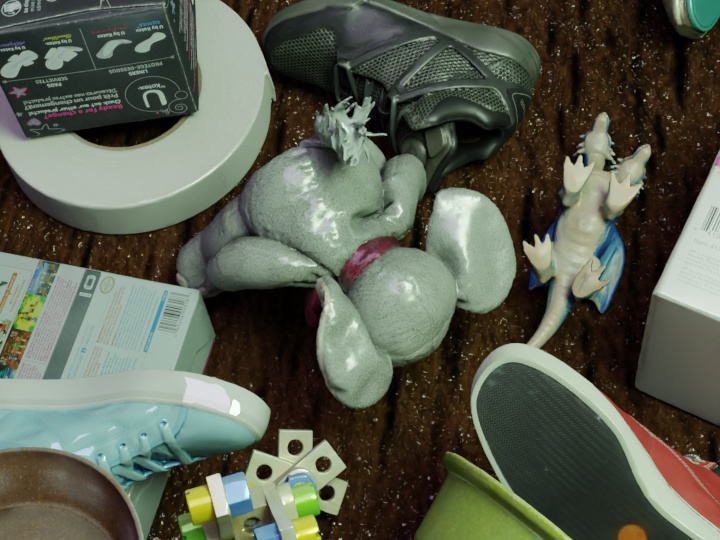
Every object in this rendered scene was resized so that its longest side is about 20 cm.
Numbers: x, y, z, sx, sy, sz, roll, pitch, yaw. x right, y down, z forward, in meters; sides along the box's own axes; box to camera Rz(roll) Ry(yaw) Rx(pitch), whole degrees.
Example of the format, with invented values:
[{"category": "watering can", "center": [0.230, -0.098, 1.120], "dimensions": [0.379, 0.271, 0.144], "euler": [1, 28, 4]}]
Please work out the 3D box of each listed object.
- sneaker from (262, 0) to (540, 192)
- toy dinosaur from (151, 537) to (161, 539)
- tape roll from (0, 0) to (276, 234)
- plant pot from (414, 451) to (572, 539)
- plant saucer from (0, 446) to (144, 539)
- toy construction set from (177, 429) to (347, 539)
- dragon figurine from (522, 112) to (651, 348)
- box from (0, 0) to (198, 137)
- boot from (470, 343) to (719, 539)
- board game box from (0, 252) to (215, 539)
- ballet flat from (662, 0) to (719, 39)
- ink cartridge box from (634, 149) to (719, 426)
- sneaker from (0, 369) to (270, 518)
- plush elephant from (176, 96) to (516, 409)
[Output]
[{"category": "sneaker", "center": [0.018, -0.124, 0.968], "dimensions": [0.197, 0.077, 0.115], "euler": [15, 55, 8]}, {"category": "toy dinosaur", "center": [-0.164, 0.227, 0.782], "dimensions": [0.106, 0.061, 0.199], "euler": [40, 41, 19]}, {"category": "tape roll", "center": [-0.162, -0.120, 1.008], "dimensions": [0.200, 0.037, 0.205], "euler": [-3, 59, 5]}, {"category": "plant pot", "center": [0.059, 0.229, 0.708], "dimensions": [0.199, 0.200, 0.190], "euler": [38, 81, 24]}, {"category": "plant saucer", "center": [-0.193, 0.178, 0.692], "dimensions": [0.198, 0.035, 0.202], "euler": [-12, 45, 12]}, {"category": "toy construction set", "center": [-0.051, 0.156, 0.765], "dimensions": [0.091, 0.200, 0.133], "euler": [-15, 93, 5]}, {"category": "dragon figurine", "center": [0.140, -0.011, 0.899], "dimensions": [0.058, 0.099, 0.202], "euler": [18, 82, 14]}, {"category": "box", "center": [-0.187, -0.210, 0.976], "dimensions": [0.130, 0.115, 0.202], "euler": [-8, 57, 3]}, {"category": "boot", "center": [0.149, 0.109, 0.780], "dimensions": [0.200, 0.144, 0.073], "euler": [44, 111, 4]}, {"category": "board game box", "center": [-0.209, 0.072, 0.884], "dimensions": [0.197, 0.065, 0.149], "euler": [11, 62, 11]}, {"category": "ballet flat", "center": [0.247, -0.244, 1.035], "dimensions": [0.062, 0.068, 0.201], "euler": [-1, 51, 38]}, {"category": "ink cartridge box", "center": [0.266, -0.011, 0.848], "dimensions": [0.127, 0.126, 0.201], "euler": [23, 64, 18]}, {"category": "sneaker", "center": [-0.146, 0.107, 0.785], "dimensions": [0.197, 0.074, 0.083], "euler": [-5, 63, 18]}, {"category": "plush elephant", "center": [0.000, 0.000, 0.858], "dimensions": [0.163, 0.200, 0.156], "euler": [-25, 81, -23]}]
